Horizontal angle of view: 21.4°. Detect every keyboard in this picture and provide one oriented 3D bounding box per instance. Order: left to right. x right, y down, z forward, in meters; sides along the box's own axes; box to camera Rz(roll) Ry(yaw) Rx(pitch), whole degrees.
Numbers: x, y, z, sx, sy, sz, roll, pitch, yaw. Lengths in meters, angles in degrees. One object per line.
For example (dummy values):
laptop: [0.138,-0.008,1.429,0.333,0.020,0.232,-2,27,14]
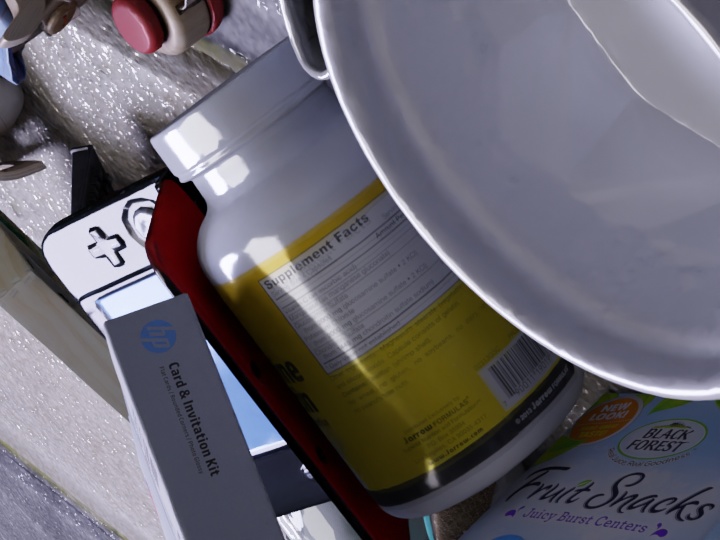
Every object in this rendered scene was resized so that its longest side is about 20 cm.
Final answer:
keyboard: [-0.119,0.015,1.079,0.127,0.021,0.200,-103,-7,-56]

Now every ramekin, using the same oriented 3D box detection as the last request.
ramekin: [0.091,-0.067,0.604,0.200,0.105,0.200,38,152,24]

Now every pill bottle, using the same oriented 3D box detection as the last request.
pill bottle: [0.000,0.000,0.828,0.200,0.112,0.112,54,154,-8]

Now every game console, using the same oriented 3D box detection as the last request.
game console: [-0.070,0.061,0.918,0.172,0.119,0.200,-22,111,39]

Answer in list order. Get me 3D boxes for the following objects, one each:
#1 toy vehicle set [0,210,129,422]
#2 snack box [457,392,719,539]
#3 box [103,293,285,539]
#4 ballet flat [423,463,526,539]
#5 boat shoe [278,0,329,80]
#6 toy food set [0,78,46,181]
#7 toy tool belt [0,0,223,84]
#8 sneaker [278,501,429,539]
toy vehicle set: [-0.168,0.034,1.134,0.124,0.027,0.200,45,177,47]
snack box: [0.090,0.129,0.759,0.142,0.200,0.053,-2,125,58]
box: [-0.062,0.119,0.833,0.200,0.041,0.156,96,153,-66]
ballet flat: [0.068,0.133,0.976,0.065,0.071,0.200,11,145,14]
boat shoe: [-0.013,-0.155,0.693,0.074,0.065,0.200,27,146,39]
toy food set: [-0.265,-0.138,1.137,0.200,0.060,0.143,58,164,-14]
toy tool belt: [-0.176,-0.145,0.898,0.200,0.123,0.125,40,153,18]
sneaker: [-0.023,0.092,1.037,0.200,0.074,0.079,51,149,-2]
